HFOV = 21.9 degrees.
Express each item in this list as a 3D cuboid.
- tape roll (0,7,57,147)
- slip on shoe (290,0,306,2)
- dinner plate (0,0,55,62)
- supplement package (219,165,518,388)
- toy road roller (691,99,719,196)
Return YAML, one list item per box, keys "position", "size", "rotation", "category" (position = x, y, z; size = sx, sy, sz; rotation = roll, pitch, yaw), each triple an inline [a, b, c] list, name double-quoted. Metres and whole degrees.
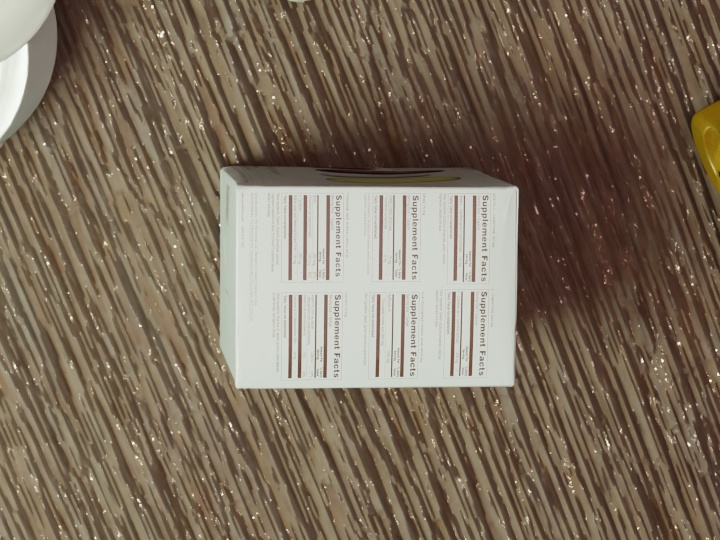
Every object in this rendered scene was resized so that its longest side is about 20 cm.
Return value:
- position: [-0.323, -0.169, 1.345]
  size: [0.202, 0.071, 0.203]
  rotation: [3, 109, 8]
  category: "tape roll"
- position: [-0.079, -0.293, 1.404]
  size: [0.074, 0.061, 0.200]
  rotation: [-34, 88, 31]
  category: "slip on shoe"
- position: [-0.300, -0.228, 1.271]
  size: [0.200, 0.024, 0.201]
  rotation: [3, 108, 9]
  category: "dinner plate"
- position: [0.000, 0.000, 1.377]
  size: [0.200, 0.191, 0.147]
  rotation: [0, 97, -8]
  category: "supplement package"
- position: [0.336, -0.061, 1.467]
  size: [0.123, 0.146, 0.200]
  rotation: [-25, 136, -4]
  category: "toy road roller"
